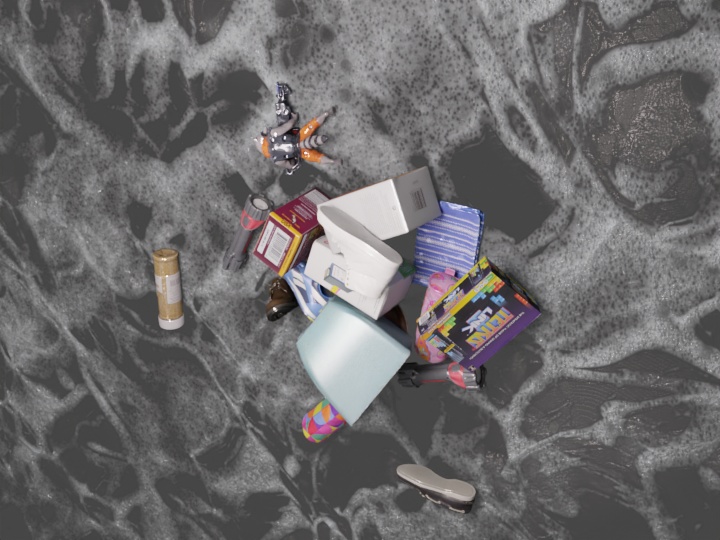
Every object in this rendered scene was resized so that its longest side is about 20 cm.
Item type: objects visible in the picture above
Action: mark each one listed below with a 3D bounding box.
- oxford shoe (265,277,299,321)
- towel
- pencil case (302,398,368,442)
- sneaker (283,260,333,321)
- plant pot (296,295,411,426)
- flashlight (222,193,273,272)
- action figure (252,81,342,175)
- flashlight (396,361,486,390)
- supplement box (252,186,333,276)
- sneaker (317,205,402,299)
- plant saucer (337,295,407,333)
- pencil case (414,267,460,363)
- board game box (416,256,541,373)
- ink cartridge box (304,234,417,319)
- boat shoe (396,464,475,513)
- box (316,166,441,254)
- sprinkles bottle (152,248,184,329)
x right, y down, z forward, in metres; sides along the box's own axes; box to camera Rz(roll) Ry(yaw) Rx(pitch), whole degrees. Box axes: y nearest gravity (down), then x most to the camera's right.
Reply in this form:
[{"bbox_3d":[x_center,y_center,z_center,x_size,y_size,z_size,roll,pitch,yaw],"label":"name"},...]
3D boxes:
[{"bbox_3d":[-0.188,0.063,1.741,0.072,0.200,0.086,-29,93,6],"label":"oxford shoe"},{"bbox_3d":[0.179,-0.047,1.595,0.142,0.024,0.205,16,118,23],"label":"towel"},{"bbox_3d":[-0.062,0.347,1.863,0.089,0.088,0.199,49,127,0],"label":"pencil case"},{"bbox_3d":[-0.126,0.015,1.758,0.081,0.074,0.203,-32,86,12],"label":"sneaker"},{"bbox_3d":[-0.025,0.167,1.615,0.199,0.196,0.197,40,96,1],"label":"plant pot"},{"bbox_3d":[-0.267,-0.087,1.799,0.066,0.069,0.202,15,129,-18],"label":"flashlight"},{"bbox_3d":[-0.144,-0.297,1.617,0.188,0.105,0.205,-6,110,20],"label":"action figure"},{"bbox_3d":[0.179,0.233,1.686,0.196,0.067,0.070,-9,94,35],"label":"flashlight"},{"bbox_3d":[-0.131,-0.088,1.637,0.085,0.200,0.112,36,123,10],"label":"supplement box"},{"bbox_3d":[-0.023,-0.029,1.482,0.199,0.073,0.117,38,121,15],"label":"sneaker"},{"bbox_3d":[0.010,0.136,1.716,0.194,0.035,0.207,0,98,1],"label":"plant saucer"},{"bbox_3d":[0.167,0.098,1.614,0.086,0.088,0.204,21,128,18],"label":"pencil case"},{"bbox_3d":[0.237,0.094,1.533,0.164,0.057,0.200,34,114,-27],"label":"board game box"},{"bbox_3d":[0.000,0.000,1.627,0.197,0.145,0.089,32,118,17],"label":"ink cartridge box"},{"bbox_3d":[0.176,0.521,1.815,0.195,0.074,0.062,14,113,13],"label":"boat shoe"},{"bbox_3d":[0.038,-0.123,1.547,0.196,0.151,0.109,-14,98,36],"label":"box"},{"bbox_3d":[-0.497,0.049,1.975,0.067,0.068,0.205,12,115,23],"label":"sprinkles bottle"}]
